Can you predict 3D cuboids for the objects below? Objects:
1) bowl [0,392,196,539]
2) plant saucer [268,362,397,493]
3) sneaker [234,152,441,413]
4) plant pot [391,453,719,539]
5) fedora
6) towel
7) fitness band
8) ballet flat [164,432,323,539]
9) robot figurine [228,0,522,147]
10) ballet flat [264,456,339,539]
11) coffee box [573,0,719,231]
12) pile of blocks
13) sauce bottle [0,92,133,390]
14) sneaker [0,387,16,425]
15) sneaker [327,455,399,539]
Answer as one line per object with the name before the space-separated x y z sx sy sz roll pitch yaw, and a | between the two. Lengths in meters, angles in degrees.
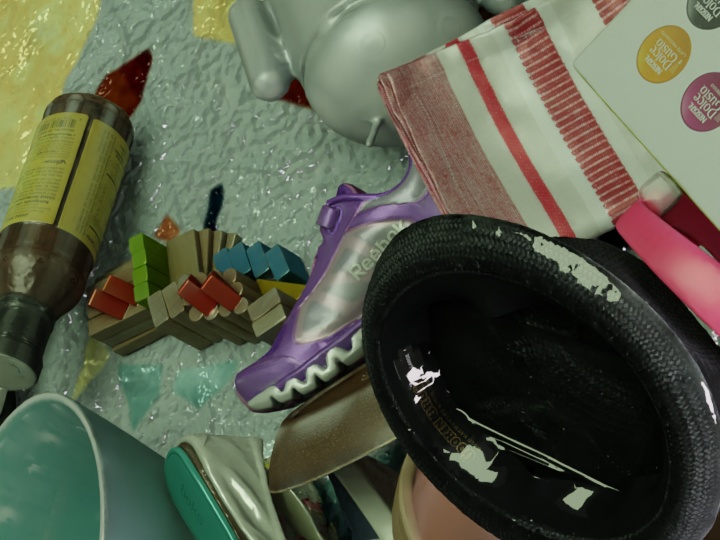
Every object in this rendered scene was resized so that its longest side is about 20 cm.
bowl | -0.150 0.178 1.474 0.201 0.105 0.201 -33 50 49
plant saucer | 0.032 0.055 1.371 0.200 0.200 0.032 -29 91 23
sneaker | 0.000 0.000 1.466 0.200 0.080 0.089 -41 85 9
plant pot | 0.109 0.155 1.297 0.201 0.201 0.093 56 145 38
fedora | 0.100 0.043 1.210 0.200 0.201 0.092 8 32 38
towel | 0.124 -0.092 1.414 0.200 0.023 0.144 -28 67 0
fitness band | 0.193 0.018 1.255 0.037 0.200 0.144 -47 70 9
ballet flat | -0.041 0.168 1.385 0.069 0.069 0.200 -36 61 18
robot figurine | 0.008 -0.154 1.524 0.169 0.113 0.200 -21 55 0
ballet flat | -0.043 0.185 1.436 0.076 0.064 0.200 -47 46 38
coffee box | 0.265 -0.073 1.242 0.198 0.200 0.200 -46 50 12
pile of blocks | -0.095 0.006 1.562 0.200 0.062 0.082 1 71 36
sauce bottle | -0.196 -0.018 1.615 0.065 0.065 0.200 -10 48 33
sneaker | -0.240 0.066 1.648 0.072 0.072 0.200 24 74 1
sneaker | 0.022 0.181 1.392 0.085 0.075 0.200 -51 46 15
